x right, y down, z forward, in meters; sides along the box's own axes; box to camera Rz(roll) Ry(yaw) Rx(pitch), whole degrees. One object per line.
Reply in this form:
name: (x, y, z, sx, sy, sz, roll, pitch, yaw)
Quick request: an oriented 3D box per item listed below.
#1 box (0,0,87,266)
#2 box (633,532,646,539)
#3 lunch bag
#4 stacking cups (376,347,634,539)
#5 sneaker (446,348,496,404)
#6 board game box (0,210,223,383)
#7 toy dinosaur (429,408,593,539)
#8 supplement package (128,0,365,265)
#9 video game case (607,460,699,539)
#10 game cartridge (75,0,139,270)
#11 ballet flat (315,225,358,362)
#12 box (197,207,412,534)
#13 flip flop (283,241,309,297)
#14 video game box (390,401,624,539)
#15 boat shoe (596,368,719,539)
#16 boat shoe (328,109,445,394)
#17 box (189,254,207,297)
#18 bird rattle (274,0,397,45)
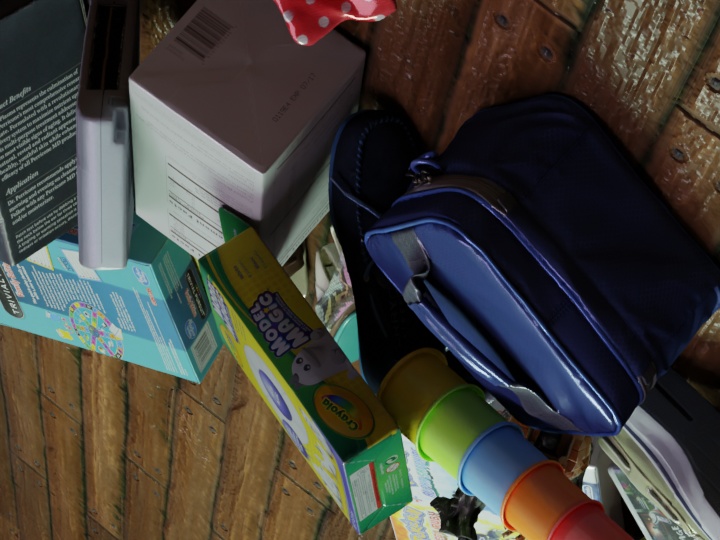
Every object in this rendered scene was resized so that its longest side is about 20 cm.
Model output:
box: (-0.299, -0.140, 1.669, 0.199, 0.124, 0.198, 24, 136, 36)
box: (0.260, 0.273, 1.610, 0.200, 0.048, 0.193, 42, 139, -2)
lunch bag: (0.100, 0.000, 1.313, 0.200, 0.132, 0.136, 47, 157, -15)
stacking cups: (0.093, 0.120, 1.344, 0.200, 0.060, 0.061, 37, 160, 38)
sneaker: (0.063, 0.055, 1.523, 0.079, 0.096, 0.200, 47, 158, -12)
board game box: (-0.219, 0.003, 1.764, 0.199, 0.047, 0.151, 15, 146, 25)
toy dinosaur: (0.109, 0.125, 1.452, 0.102, 0.200, 0.136, 32, 115, 22)
supplement package: (-0.077, -0.087, 1.466, 0.109, 0.114, 0.200, 35, 158, 11)
video game case: (0.277, 0.199, 1.466, 0.181, 0.023, 0.201, -6, 122, 47)
game cartridge: (-0.169, -0.094, 1.495, 0.041, 0.201, 0.134, -2, 123, -1)
ballet flat: (0.000, 0.000, 1.583, 0.071, 0.069, 0.200, 55, 157, 13)
box: (-0.042, 0.061, 1.417, 0.200, 0.048, 0.118, 55, 168, 28)
flip flop: (-0.077, -0.006, 1.646, 0.200, 0.080, 0.058, 75, 180, -59)
video game box: (0.102, 0.159, 1.656, 0.181, 0.047, 0.201, 13, 149, 20)
boat shoe: (0.217, 0.134, 1.394, 0.200, 0.072, 0.062, 53, 144, 42)
boat shoe: (0.033, -0.006, 1.436, 0.069, 0.084, 0.201, 20, 127, 59)
box: (-0.116, -0.030, 1.721, 0.075, 0.050, 0.201, 32, 156, 24)
bird rattle: (-0.014, -0.199, 1.185, 0.162, 0.113, 0.200, 3, 143, 32)
